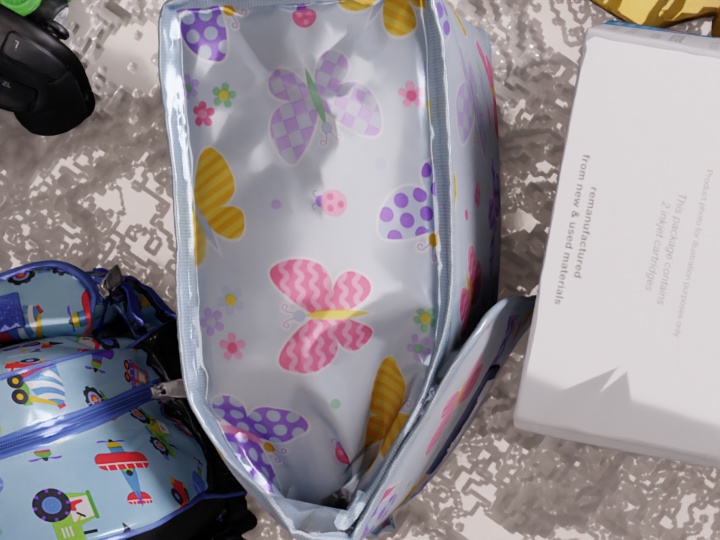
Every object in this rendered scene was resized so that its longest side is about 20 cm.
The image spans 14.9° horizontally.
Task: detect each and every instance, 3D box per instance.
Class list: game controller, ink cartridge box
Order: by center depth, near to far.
[{"bbox_3d":[0.171,-0.003,1.012,0.200,0.147,0.146,11,98,6],"label":"ink cartridge box"},{"bbox_3d":[-0.195,-0.113,1.083,0.200,0.104,0.042,29,88,6],"label":"game controller"}]

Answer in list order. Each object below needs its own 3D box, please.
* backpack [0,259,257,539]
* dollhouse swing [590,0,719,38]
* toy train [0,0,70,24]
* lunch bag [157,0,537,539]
[{"bbox_3d":[-0.147,0.077,1.029,0.183,0.200,0.135,-20,88,7],"label":"backpack"},{"bbox_3d":[0.100,-0.203,1.014,0.200,0.176,0.182,32,93,5],"label":"dollhouse swing"},{"bbox_3d":[-0.187,-0.172,1.116,0.200,0.042,0.056,40,84,5],"label":"toy train"},{"bbox_3d":[0.000,0.000,1.027,0.127,0.170,0.200,-2,87,9],"label":"lunch bag"}]
